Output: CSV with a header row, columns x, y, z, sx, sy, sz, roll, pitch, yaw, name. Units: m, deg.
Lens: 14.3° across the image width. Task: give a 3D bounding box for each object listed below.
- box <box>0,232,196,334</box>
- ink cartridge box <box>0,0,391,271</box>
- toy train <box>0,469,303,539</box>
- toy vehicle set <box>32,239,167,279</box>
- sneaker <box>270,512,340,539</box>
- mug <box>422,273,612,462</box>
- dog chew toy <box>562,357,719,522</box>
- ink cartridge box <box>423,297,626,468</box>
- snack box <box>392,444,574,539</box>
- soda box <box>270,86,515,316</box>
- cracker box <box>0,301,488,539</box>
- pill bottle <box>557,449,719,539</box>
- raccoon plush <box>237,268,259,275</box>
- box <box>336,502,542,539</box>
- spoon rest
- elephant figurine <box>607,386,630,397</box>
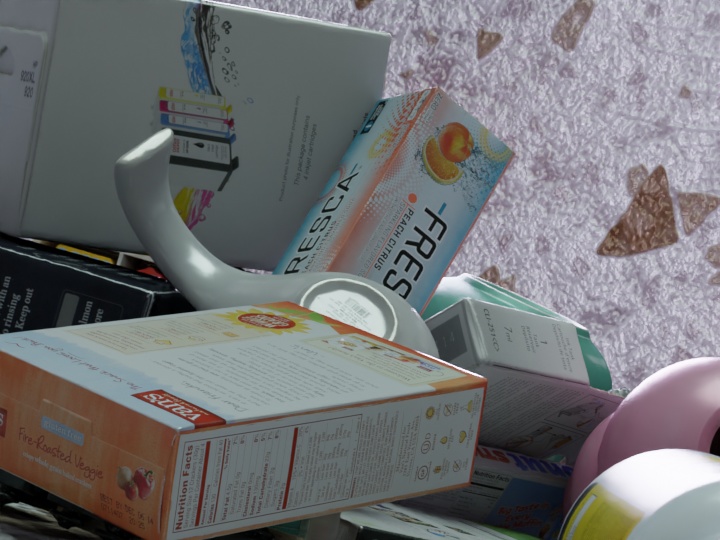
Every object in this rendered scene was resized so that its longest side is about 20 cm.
x,y,z,sx,sy,sz,roll,pitch,yaw,name
-0.202,0.038,1.514,0.200,0.117,0.197,16,0,5,box
-0.110,-0.081,1.615,0.200,0.145,0.147,8,3,-24,ink cartridge box
-0.107,0.110,1.291,0.200,0.034,0.046,16,-10,31,toy train
-0.133,0.052,1.804,0.200,0.124,0.027,15,0,27,toy vehicle set
-0.079,0.091,1.408,0.080,0.071,0.200,17,6,-24,sneaker
0.090,0.076,1.773,0.185,0.114,0.152,26,3,41,mug
0.169,0.118,1.528,0.124,0.125,0.200,15,-17,-14,dog chew toy
0.050,0.090,1.609,0.200,0.045,0.176,-31,-31,35,ink cartridge box
0.087,0.140,1.614,0.200,0.072,0.024,15,24,-42,snack box
0.000,0.000,1.536,0.064,0.200,0.068,40,-22,-22,soda box
-0.059,0.065,1.283,0.134,0.058,0.200,21,18,40,cracker box
0.152,0.139,1.214,0.112,0.112,0.200,15,0,-6,pill bottle
-0.045,0.085,1.667,0.200,0.134,0.097,25,-4,15,raccoon plush
0.041,0.148,1.472,0.200,0.036,0.144,14,1,-31,box
-0.045,0.012,1.454,0.200,0.061,0.099,41,53,18,spoon rest
0.247,0.157,1.724,0.155,0.142,0.200,-22,54,-33,elephant figurine
